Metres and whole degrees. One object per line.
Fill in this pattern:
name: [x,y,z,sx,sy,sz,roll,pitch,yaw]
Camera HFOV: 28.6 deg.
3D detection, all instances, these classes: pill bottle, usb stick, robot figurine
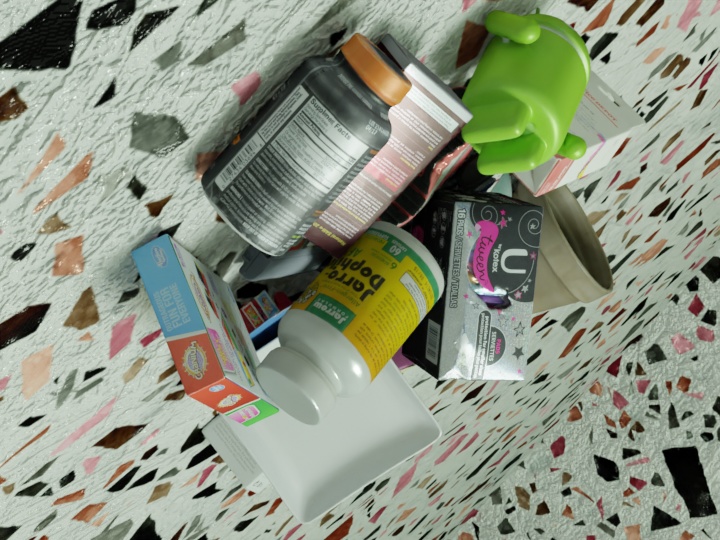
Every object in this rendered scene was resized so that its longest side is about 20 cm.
pill bottle: [-0.013,0.055,1.421,0.200,0.112,0.113,-49,166,-25]
usb stick: [0.136,-0.118,1.665,0.055,0.033,0.200,-42,-179,5]
pill bottle: [-0.043,-0.118,1.272,0.200,0.106,0.106,-46,161,12]
robot figurine: [0.174,-0.189,1.486,0.115,0.176,0.201,-7,-141,35]

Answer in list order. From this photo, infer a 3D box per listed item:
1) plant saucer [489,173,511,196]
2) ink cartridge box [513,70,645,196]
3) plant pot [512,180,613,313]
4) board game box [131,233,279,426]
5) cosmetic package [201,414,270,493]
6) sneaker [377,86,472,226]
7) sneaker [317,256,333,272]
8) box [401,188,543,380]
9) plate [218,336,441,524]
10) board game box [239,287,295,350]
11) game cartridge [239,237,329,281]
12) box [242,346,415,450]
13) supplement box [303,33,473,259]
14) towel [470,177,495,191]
plant saucer: [0.141,-0.034,1.770,0.202,0.039,0.201,-54,177,-4]
ink cartridge box: [0.247,-0.174,1.720,0.199,0.117,0.068,-23,153,-43]
plant pot: [0.230,-0.018,1.966,0.172,0.202,0.200,-30,166,19]
board game box: [-0.149,0.063,1.386,0.040,0.154,0.200,-25,162,4]
cosmetic package: [-0.098,0.186,1.850,0.200,0.102,0.071,-41,162,-2]
sneaker: [0.077,-0.113,1.582,0.200,0.074,0.087,-47,163,12]
sneaker: [0.000,0.000,1.602,0.076,0.077,0.200,-48,-173,10]
box: [0.128,0.015,1.612,0.113,0.132,0.203,1,100,-18]
plate: [-0.040,0.153,1.574,0.199,0.201,0.032,-34,-171,10]
board game box: [-0.119,0.059,1.605,0.199,0.039,0.158,-37,173,28]
game cartridge: [-0.036,-0.070,1.510,0.200,0.041,0.133,-51,164,25]
box: [-0.051,0.120,1.683,0.199,0.097,0.176,-29,174,9]
supplement box: [0.001,-0.118,1.375,0.200,0.061,0.109,-46,133,11]
towel: [0.102,-0.046,1.797,0.144,0.024,0.200,-39,174,-12]
